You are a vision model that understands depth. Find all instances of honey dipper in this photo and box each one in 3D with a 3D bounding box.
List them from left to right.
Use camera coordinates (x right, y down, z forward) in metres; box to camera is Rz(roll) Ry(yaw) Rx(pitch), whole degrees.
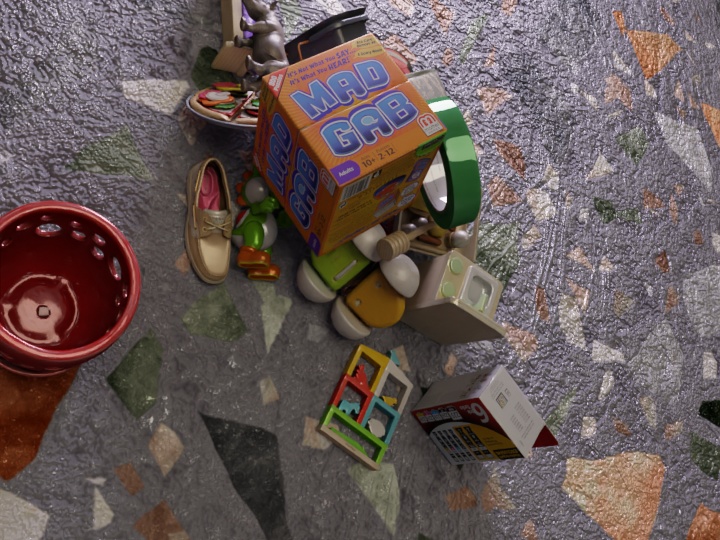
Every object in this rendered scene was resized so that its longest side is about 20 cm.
[{"bbox_3d":[0.099,-0.064,1.206,0.198,0.038,0.039,-27,90,-45],"label":"honey dipper"}]

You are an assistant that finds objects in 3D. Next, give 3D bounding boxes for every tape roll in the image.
[{"bbox_3d":[0.132,-0.169,1.154,0.047,0.201,0.205,-15,82,-9],"label":"tape roll"}]

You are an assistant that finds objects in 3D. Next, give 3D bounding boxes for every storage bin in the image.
[{"bbox_3d":[-0.062,-0.354,1.288,0.145,0.197,0.137,-35,104,-49],"label":"storage bin"}]

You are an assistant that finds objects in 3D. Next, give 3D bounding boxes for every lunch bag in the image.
[{"bbox_3d":[0.103,-0.285,1.399,0.199,0.116,0.167,-27,90,-56],"label":"lunch bag"}]

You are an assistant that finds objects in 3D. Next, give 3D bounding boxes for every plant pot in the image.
[{"bbox_3d":[-0.405,0.033,0.947,0.197,0.182,0.205,10,70,-29],"label":"plant pot"}]

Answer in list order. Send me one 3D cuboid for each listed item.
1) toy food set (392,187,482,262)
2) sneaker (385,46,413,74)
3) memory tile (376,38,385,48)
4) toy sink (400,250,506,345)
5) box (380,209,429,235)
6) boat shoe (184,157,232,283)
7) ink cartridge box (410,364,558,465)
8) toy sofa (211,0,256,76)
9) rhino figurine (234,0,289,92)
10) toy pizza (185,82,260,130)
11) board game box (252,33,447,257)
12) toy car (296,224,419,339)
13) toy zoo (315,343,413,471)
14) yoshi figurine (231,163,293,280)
[{"bbox_3d":[0.140,-0.103,1.299,0.197,0.060,0.147,13,81,-39],"label":"toy food set"},{"bbox_3d":[0.013,-0.403,1.441,0.197,0.073,0.089,19,78,-23],"label":"sneaker"},{"bbox_3d":[0.053,-0.290,1.228,0.153,0.016,0.204,-56,130,-77],"label":"memory tile"},{"bbox_3d":[0.169,0.049,1.301,0.129,0.199,0.114,30,68,-20],"label":"toy sink"},{"bbox_3d":[0.040,-0.161,1.326,0.201,0.099,0.096,49,61,-24],"label":"box"},{"bbox_3d":[-0.239,-0.083,1.161,0.072,0.069,0.205,-2,76,-33],"label":"boat shoe"},{"bbox_3d":[0.214,0.272,1.263,0.177,0.199,0.084,51,56,-7],"label":"ink cartridge box"},{"bbox_3d":[-0.212,-0.456,1.290,0.096,0.082,0.205,4,73,-31],"label":"toy sofa"},{"bbox_3d":[-0.164,-0.388,1.215,0.086,0.060,0.205,1,70,-31],"label":"rhino figurine"},{"bbox_3d":[-0.189,-0.279,1.201,0.197,0.199,0.032,-13,126,-35],"label":"toy pizza"},{"bbox_3d":[-0.025,-0.187,1.101,0.198,0.201,0.201,-29,73,-25],"label":"board game box"},{"bbox_3d":[0.000,0.000,1.256,0.200,0.174,0.151,46,22,-11],"label":"toy car"},{"bbox_3d":[0.016,0.223,1.261,0.130,0.020,0.202,38,58,-18],"label":"toy zoo"},{"bbox_3d":[-0.146,-0.092,1.208,0.110,0.111,0.205,17,64,-35],"label":"yoshi figurine"}]
